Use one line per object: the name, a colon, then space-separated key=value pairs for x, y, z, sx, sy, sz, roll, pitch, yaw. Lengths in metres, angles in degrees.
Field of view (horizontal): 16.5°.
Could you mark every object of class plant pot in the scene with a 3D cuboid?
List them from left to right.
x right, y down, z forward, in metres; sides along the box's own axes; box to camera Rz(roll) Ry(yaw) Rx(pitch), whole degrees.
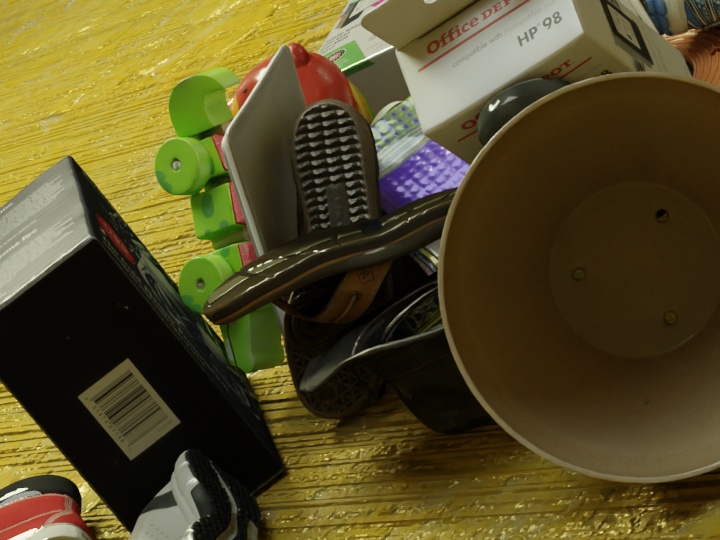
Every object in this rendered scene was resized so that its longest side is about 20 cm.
plant pot: x=0.143 y=0.001 z=1.283 sx=0.200 sy=0.201 sz=0.134 roll=-34 pitch=-1 yaw=6

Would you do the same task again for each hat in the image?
hat: x=0.057 y=0.047 z=1.437 sx=0.200 sy=0.081 sz=0.201 roll=-30 pitch=5 yaw=3

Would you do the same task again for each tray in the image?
tray: x=-0.047 y=-0.034 z=1.604 sx=0.022 sy=0.201 sz=0.108 roll=-2 pitch=35 yaw=23

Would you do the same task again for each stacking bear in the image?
stacking bear: x=-0.044 y=-0.096 z=1.736 sx=0.113 sy=0.122 sz=0.200 roll=-4 pitch=-11 yaw=-1

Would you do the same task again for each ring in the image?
ring: x=0.168 y=-0.096 z=1.648 sx=0.200 sy=0.019 sz=0.201 roll=-30 pitch=22 yaw=14

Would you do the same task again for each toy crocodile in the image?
toy crocodile: x=-0.084 y=-0.033 z=1.630 sx=0.062 sy=0.201 sz=0.067 roll=-17 pitch=-7 yaw=35

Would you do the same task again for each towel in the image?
towel: x=0.075 y=-0.068 z=1.599 sx=0.143 sy=0.023 sz=0.200 roll=-38 pitch=43 yaw=-4

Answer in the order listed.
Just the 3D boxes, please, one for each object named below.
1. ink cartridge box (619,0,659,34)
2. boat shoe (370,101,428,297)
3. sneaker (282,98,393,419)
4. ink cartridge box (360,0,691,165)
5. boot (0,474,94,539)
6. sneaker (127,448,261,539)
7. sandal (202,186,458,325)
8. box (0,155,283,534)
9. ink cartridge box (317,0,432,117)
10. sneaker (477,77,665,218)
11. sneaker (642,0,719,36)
ink cartridge box: x=0.130 y=-0.159 z=1.649 sx=0.067 sy=0.117 sz=0.200 roll=-38 pitch=21 yaw=-7
boat shoe: x=0.037 y=-0.050 z=1.689 sx=0.060 sy=0.072 sz=0.202 roll=-18 pitch=34 yaw=27
sneaker: x=-0.007 y=-0.005 z=1.578 sx=0.070 sy=0.201 sz=0.076 roll=0 pitch=-6 yaw=12
ink cartridge box: x=0.103 y=-0.110 z=1.441 sx=0.116 sy=0.200 sz=0.067 roll=-32 pitch=56 yaw=23
boot: x=-0.264 y=0.208 z=1.616 sx=0.199 sy=0.073 sz=0.144 roll=-29 pitch=20 yaw=-4
sneaker: x=-0.093 y=0.177 z=1.432 sx=0.080 sy=0.074 sz=0.200 roll=-49 pitch=15 yaw=8
sandal: x=0.000 y=0.000 z=1.508 sx=0.199 sy=0.055 sz=0.082 roll=-20 pitch=11 yaw=2
box: x=-0.158 y=0.052 z=1.587 sx=0.104 sy=0.200 sz=0.182 roll=-37 pitch=22 yaw=1
ink cartridge box: x=0.053 y=-0.180 z=1.908 sx=0.144 sy=0.084 sz=0.200 roll=-22 pitch=25 yaw=32
sneaker: x=0.153 y=-0.052 z=1.418 sx=0.075 sy=0.199 sz=0.080 roll=-48 pitch=49 yaw=41
sneaker: x=0.262 y=-0.211 z=1.686 sx=0.085 sy=0.077 sz=0.200 roll=4 pitch=33 yaw=28
